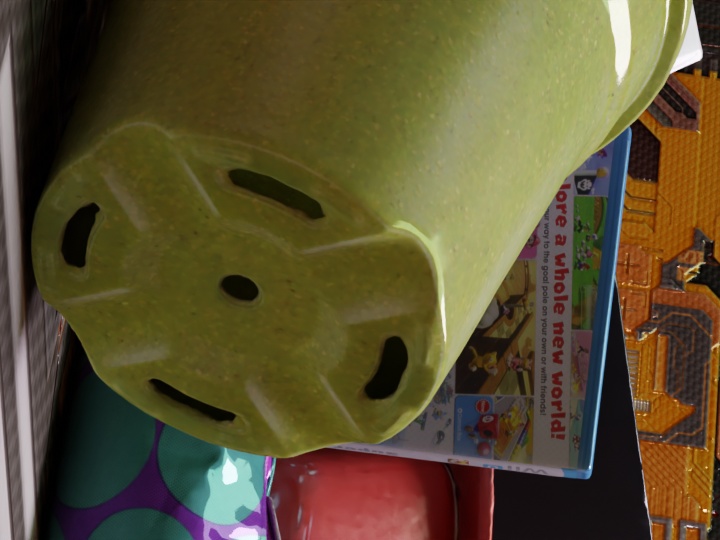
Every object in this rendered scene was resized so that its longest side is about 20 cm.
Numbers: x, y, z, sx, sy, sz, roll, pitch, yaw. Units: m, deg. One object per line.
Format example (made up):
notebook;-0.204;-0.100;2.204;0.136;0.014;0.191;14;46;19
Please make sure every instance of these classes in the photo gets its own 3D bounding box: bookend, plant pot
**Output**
bookend;0.071;0.031;1.172;0.199;0.092;0.200;-78;160;-79
plant pot;-0.011;-0.048;0.826;0.201;0.200;0.184;99;10;-45

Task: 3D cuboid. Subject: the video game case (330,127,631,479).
video game case;0.000;0.000;1.032;0.018;0.200;0.143;76;21;-74

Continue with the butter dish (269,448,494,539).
butter dish;-0.057;0.145;1.055;0.199;0.148;0.200;-6;-104;43

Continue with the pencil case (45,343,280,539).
pencil case;-0.060;0.036;0.973;0.085;0.092;0.200;98;-1;-74

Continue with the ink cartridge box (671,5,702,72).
ink cartridge box;0.028;-0.148;0.999;0.200;0.084;0.145;23;-48;56
